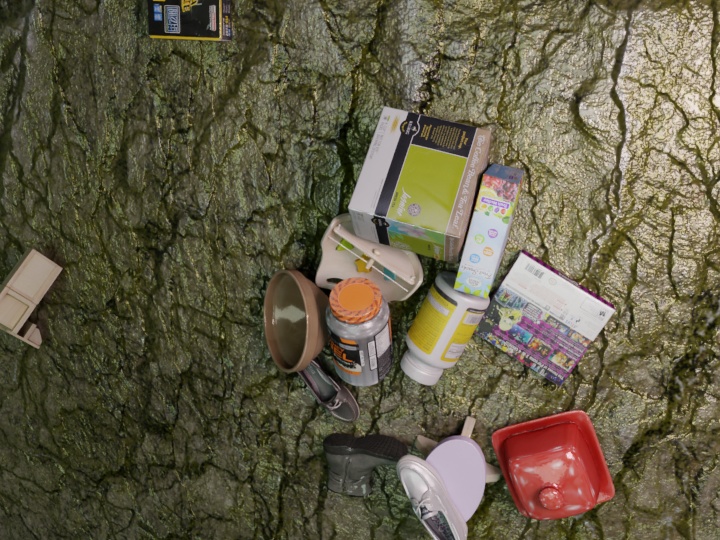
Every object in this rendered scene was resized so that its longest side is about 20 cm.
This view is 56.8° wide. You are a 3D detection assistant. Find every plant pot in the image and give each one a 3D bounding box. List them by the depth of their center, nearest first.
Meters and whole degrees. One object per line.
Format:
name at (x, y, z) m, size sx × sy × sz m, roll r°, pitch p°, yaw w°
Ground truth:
plant pot at (-0.114, 0.097, 1.327) m, size 0.200 × 0.092 × 0.204 m, roll 7°, pitch 98°, yaw 57°

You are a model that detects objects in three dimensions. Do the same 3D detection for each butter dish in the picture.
butter dish at (0.360, 0.393, 1.255) m, size 0.198 × 0.148 × 0.202 m, roll -19°, pitch 98°, yaw 21°

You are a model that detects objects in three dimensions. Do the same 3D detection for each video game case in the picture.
video game case at (0.336, 0.089, 1.240) m, size 0.199 × 0.036 × 0.183 m, roll 31°, pitch 111°, yaw 7°

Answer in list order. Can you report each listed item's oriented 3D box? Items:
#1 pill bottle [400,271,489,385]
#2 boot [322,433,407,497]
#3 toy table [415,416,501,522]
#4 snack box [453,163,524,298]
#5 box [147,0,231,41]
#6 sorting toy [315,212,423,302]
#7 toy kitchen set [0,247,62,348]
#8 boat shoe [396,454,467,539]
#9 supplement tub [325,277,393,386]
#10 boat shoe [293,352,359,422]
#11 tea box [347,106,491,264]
pill bottle at (0.153, 0.113, 1.261) m, size 0.110 × 0.111 × 0.202 m, roll 29°, pitch 110°, yaw 7°
boot at (0.014, 0.421, 1.419) m, size 0.197 × 0.068 × 0.132 m, roll 0°, pitch 109°, yaw 24°
toy table at (0.185, 0.398, 1.326) m, size 0.183 × 0.117 × 0.202 m, roll 31°, pitch 110°, yaw 7°
snack box at (0.226, -0.073, 1.159) m, size 0.067 × 0.169 × 0.202 m, roll 17°, pitch 110°, yaw 12°
box at (-0.326, -0.543, 1.264) m, size 0.158 × 0.049 × 0.203 m, roll 8°, pitch 107°, yaw 16°
sorting toy at (0.000, 0.000, 1.291) m, size 0.199 × 0.107 × 0.181 m, roll 34°, pitch 124°, yaw -5°
toy kitchen set at (-0.781, 0.064, 1.563) m, size 0.199 × 0.182 × 0.163 m, roll 7°, pitch 152°, yaw 47°
boat shoe at (0.130, 0.445, 1.255) m, size 0.071 × 0.068 × 0.202 m, roll -27°, pitch 94°, yaw 20°
supplement tub at (-0.001, 0.116, 1.263) m, size 0.121 × 0.123 × 0.202 m, roll 8°, pitch 136°, yaw 14°
boat shoe at (-0.079, 0.245, 1.396) m, size 0.067 × 0.057 × 0.201 m, roll -37°, pitch 92°, yaw 22°
tea box at (0.105, -0.146, 1.149) m, size 0.194 × 0.134 × 0.202 m, roll 16°, pitch 74°, yaw 13°
